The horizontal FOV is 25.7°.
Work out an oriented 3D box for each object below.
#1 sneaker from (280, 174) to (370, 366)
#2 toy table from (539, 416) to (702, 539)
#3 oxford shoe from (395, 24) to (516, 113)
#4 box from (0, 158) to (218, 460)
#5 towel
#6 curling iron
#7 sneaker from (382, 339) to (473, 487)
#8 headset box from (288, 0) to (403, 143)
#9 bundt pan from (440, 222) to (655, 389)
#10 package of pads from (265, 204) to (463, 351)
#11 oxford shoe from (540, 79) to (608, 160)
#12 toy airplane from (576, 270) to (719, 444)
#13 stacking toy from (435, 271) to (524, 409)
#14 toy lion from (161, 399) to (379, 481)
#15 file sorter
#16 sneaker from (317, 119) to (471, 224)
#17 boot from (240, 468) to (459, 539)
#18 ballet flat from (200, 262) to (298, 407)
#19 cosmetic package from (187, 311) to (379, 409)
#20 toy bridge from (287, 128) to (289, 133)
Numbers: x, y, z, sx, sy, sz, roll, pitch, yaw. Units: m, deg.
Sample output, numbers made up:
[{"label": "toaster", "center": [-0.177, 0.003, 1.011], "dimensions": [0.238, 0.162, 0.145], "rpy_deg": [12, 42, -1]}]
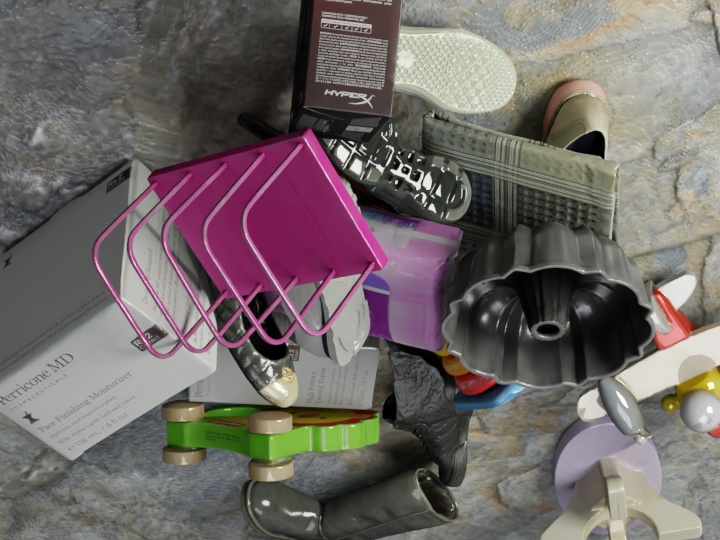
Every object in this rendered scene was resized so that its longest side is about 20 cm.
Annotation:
[{"label": "sneaker", "center": [-0.045, -0.004, 1.466], "dimensions": [0.080, 0.076, 0.202], "rpy_deg": [21, 128, 32]}, {"label": "toy table", "center": [0.293, 0.272, 1.821], "dimensions": [0.182, 0.118, 0.201], "rpy_deg": [-18, 130, 13]}, {"label": "oxford shoe", "center": [0.053, -0.189, 1.433], "dimensions": [0.198, 0.058, 0.076], "rpy_deg": [6, 102, -27]}, {"label": "box", "center": [-0.249, 0.038, 1.521], "dimensions": [0.198, 0.201, 0.131], "rpy_deg": [-32, 127, 24]}, {"label": "towel", "center": [0.153, -0.066, 1.502], "dimensions": [0.198, 0.035, 0.193], "rpy_deg": [18, 146, 17]}, {"label": "curling iron", "center": [-0.030, -0.106, 1.523], "dimensions": [0.198, 0.026, 0.050], "rpy_deg": [24, 106, -17]}, {"label": "sneaker", "center": [0.070, 0.158, 1.747], "dimensions": [0.103, 0.060, 0.201], "rpy_deg": [1, 127, -5]}, {"label": "headset box", "center": [-0.009, -0.216, 1.292], "dimensions": [0.076, 0.202, 0.149], "rpy_deg": [5, 177, -7]}, {"label": "bundt pan", "center": [0.174, 0.027, 1.479], "dimensions": [0.199, 0.076, 0.203], "rpy_deg": [2, 142, 1]}, {"label": "package of pads", "center": [0.000, 0.000, 1.541], "dimensions": [0.198, 0.076, 0.121], "rpy_deg": [13, 129, 16]}, {"label": "oxford shoe", "center": [0.196, -0.083, 1.519], "dimensions": [0.070, 0.074, 0.201], "rpy_deg": [-1, 133, -5]}, {"label": "toy airplane", "center": [0.345, 0.102, 1.651], "dimensions": [0.197, 0.142, 0.201], "rpy_deg": [9, 132, -10]}, {"label": "stacking toy", "center": [0.095, 0.040, 1.620], "dimensions": [0.200, 0.116, 0.110], "rpy_deg": [46, 156, -14]}, {"label": "toy lion", "center": [-0.086, 0.169, 1.695], "dimensions": [0.198, 0.191, 0.070], "rpy_deg": [3, 98, 37]}, {"label": "file sorter", "center": [-0.109, -0.012, 1.348], "dimensions": [0.199, 0.126, 0.140], "rpy_deg": [-10, 121, 41]}, {"label": "sneaker", "center": [0.010, -0.101, 1.447], "dimensions": [0.199, 0.076, 0.079], "rpy_deg": [36, 162, -31]}, {"label": "boot", "center": [-0.013, 0.268, 1.808], "dimensions": [0.199, 0.073, 0.181], "rpy_deg": [-16, 147, 35]}, {"label": "ballet flat", "center": [-0.103, 0.035, 1.502], "dimensions": [0.056, 0.066, 0.202], "rpy_deg": [-22, 89, 26]}, {"label": "cosmetic package", "center": [-0.083, 0.086, 1.661], "dimensions": [0.198, 0.074, 0.102], "rpy_deg": [2, 133, -6]}, {"label": "toy bridge", "center": [-0.065, -0.097, 1.469], "dimensions": [0.027, 0.067, 0.202], "rpy_deg": [16, 99, -7]}]
